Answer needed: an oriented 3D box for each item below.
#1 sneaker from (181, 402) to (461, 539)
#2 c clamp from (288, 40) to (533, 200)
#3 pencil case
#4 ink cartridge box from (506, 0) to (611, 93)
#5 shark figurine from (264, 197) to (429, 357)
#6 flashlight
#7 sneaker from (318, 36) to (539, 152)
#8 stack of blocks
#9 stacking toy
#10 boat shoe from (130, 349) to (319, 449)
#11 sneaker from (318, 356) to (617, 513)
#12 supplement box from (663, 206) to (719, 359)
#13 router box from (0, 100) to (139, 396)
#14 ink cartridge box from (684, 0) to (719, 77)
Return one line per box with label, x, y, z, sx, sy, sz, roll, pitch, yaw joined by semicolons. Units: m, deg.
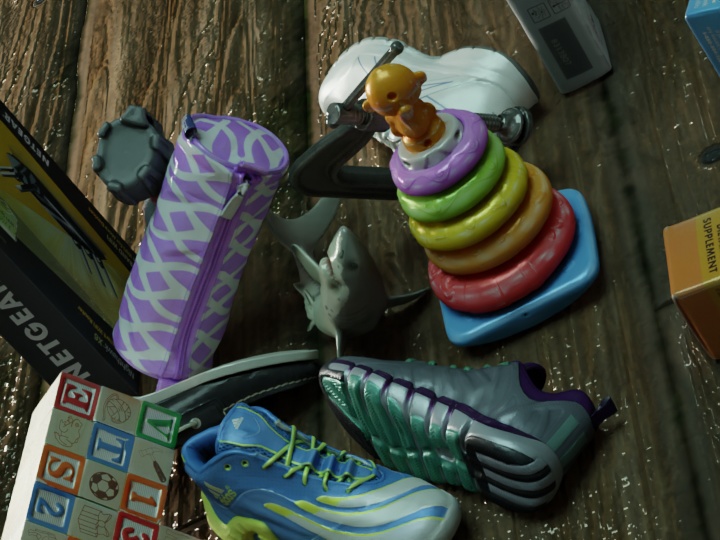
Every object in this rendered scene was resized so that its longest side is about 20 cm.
sneaker;-0.037;0.135;1.305;0.200;0.105;0.076;-4;46;41
c clamp;0.042;-0.087;1.427;0.171;0.200;0.027;-37;62;38
pencil case;-0.112;-0.014;1.494;0.086;0.084;0.200;55;133;46
ink cartridge box;0.120;-0.249;1.565;0.057;0.163;0.200;-23;36;18
shark figurine;-0.001;0.009;1.474;0.089;0.129;0.214;-15;13;-10
flashlight;-0.149;-0.058;1.566;0.068;0.200;0.068;-34;76;3
sneaker;0.036;-0.121;1.577;0.200;0.075;0.087;5;57;47
stack of blocks;-0.165;0.176;1.339;0.059;0.115;0.200;-49;25;47
stacking toy;0.060;-0.059;1.362;0.116;0.200;0.110;-28;35;16
boat shoe;-0.118;0.104;1.459;0.199;0.061;0.074;-17;-7;3
sneaker;0.065;0.086;1.318;0.200;0.075;0.087;22;51;42
supplement box;0.280;-0.021;1.232;0.200;0.069;0.067;-21;39;20
router box;-0.239;-0.009;1.579;0.052;0.200;0.157;-27;36;18
ink cartridge box;0.328;-0.174;1.314;0.200;0.129;0.125;-9;43;37
